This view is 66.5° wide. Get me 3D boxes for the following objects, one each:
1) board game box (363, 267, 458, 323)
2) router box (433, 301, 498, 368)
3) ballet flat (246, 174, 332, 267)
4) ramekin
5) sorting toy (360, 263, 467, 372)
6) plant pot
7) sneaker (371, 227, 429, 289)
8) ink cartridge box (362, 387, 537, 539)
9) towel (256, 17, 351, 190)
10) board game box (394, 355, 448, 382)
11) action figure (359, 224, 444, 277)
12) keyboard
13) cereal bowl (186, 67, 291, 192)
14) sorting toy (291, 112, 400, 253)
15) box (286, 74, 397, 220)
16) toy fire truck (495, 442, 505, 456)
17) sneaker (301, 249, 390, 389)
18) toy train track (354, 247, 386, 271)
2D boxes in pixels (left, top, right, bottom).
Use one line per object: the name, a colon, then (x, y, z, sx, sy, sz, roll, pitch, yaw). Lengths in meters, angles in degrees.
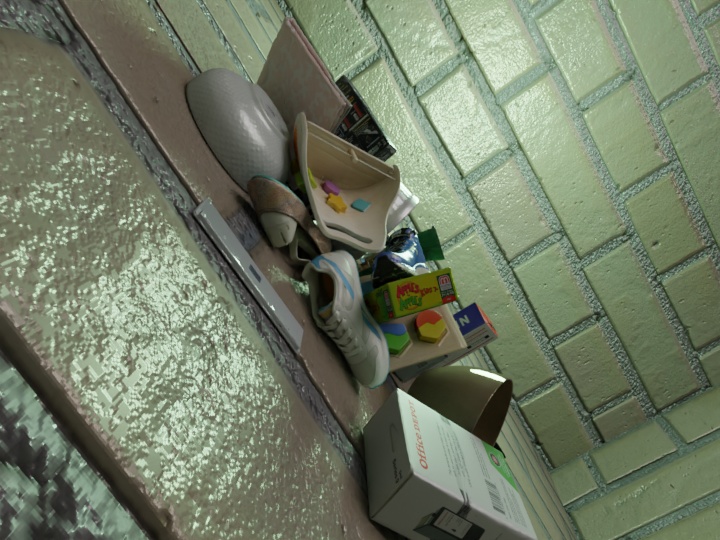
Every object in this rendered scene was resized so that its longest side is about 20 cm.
board game box: (0.060, 0.047, 0.838, 0.200, 0.098, 0.049, 146, -71, -71)
router box: (0.187, 0.155, 1.169, 0.050, 0.197, 0.179, 64, 12, 25)
ballet flat: (-0.097, -0.055, 0.786, 0.200, 0.066, 0.069, 44, 46, -50)
ramekin: (0.009, -0.106, 1.050, 0.098, 0.199, 0.201, 49, 12, -7)
sorting toy: (0.074, 0.074, 0.963, 0.037, 0.194, 0.189, 111, -37, -51)
plant pot: (0.141, 0.235, 0.880, 0.132, 0.205, 0.200, 25, -7, 29)
sneaker: (0.059, -0.021, 0.895, 0.199, 0.076, 0.092, -2, 78, -72)
ink cartridge box: (0.102, 0.260, 0.678, 0.197, 0.085, 0.147, 34, 19, -18)
towel: (-0.112, -0.273, 0.920, 0.032, 0.201, 0.194, -19, 69, -44)
board game box: (0.079, 0.094, 1.087, 0.103, 0.103, 0.203, 48, 16, -44)
action figure: (0.058, -0.025, 1.049, 0.119, 0.194, 0.056, 59, 13, -54)
keyboard: (-0.125, 0.008, 0.637, 0.203, 0.010, 0.057, 57, 7, -19)
cereal bowl: (-0.164, -0.213, 0.819, 0.203, 0.082, 0.201, 56, 13, -19)
sorting toy: (-0.028, -0.111, 0.843, 0.196, 0.107, 0.184, 21, 39, -32)
box: (-0.056, -0.216, 0.982, 0.160, 0.198, 0.050, 56, 16, 15)
toy fire truck: (0.219, 0.312, 1.173, 0.179, 0.127, 0.200, 57, 0, -13)
sneaker: (-0.024, 0.075, 0.783, 0.080, 0.075, 0.205, -16, 81, -52)
toy train track: (0.000, 0.000, 0.915, 0.033, 0.112, 0.200, 63, 5, 1)
